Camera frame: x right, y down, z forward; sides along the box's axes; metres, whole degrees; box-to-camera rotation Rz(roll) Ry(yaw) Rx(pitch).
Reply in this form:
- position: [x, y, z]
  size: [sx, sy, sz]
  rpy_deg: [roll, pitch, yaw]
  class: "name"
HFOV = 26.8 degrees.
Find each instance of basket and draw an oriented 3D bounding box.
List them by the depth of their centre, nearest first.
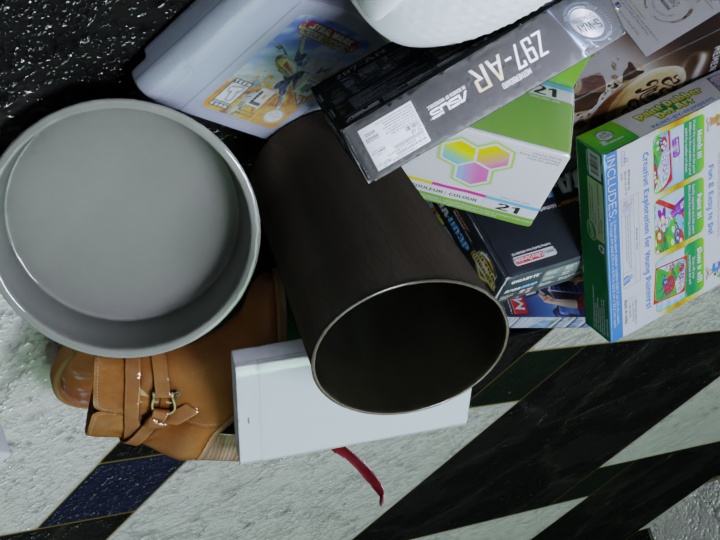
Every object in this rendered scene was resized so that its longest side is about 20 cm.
- position: [0.000, -0.014, 1.140]
  size: [0.136, 0.201, 0.179]
  rpy_deg: [-44, 142, 21]
  class: "basket"

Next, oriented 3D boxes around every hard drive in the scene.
- position: [-0.005, 0.097, 1.236]
  size: [0.197, 0.026, 0.133]
  rpy_deg: [-9, 139, -10]
  class: "hard drive"

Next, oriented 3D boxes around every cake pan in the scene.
- position: [-0.171, -0.033, 1.085]
  size: [0.197, 0.037, 0.203]
  rpy_deg: [-2, 117, -4]
  class: "cake pan"

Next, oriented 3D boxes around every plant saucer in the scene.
- position: [-0.197, 0.061, 1.402]
  size: [0.198, 0.038, 0.201]
  rpy_deg: [-24, 157, -11]
  class: "plant saucer"

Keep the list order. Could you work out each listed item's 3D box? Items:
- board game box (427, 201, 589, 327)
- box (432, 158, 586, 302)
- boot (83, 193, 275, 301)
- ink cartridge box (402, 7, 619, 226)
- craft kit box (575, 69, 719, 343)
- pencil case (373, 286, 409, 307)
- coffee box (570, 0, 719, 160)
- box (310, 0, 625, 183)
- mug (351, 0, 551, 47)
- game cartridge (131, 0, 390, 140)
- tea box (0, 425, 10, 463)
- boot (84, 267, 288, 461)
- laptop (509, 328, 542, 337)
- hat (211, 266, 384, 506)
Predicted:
- position: [0.143, -0.025, 1.470]
  size: [0.197, 0.202, 0.062]
  rpy_deg: [1, 146, -26]
  class: "board game box"
- position: [0.168, -0.068, 1.396]
  size: [0.198, 0.160, 0.046]
  rpy_deg: [-15, 154, -27]
  class: "box"
- position: [-0.139, -0.034, 1.208]
  size: [0.209, 0.080, 0.158]
  rpy_deg: [-13, 153, -32]
  class: "boot"
- position: [0.101, -0.135, 1.197]
  size: [0.146, 0.077, 0.201]
  rpy_deg: [14, 147, -7]
  class: "ink cartridge box"
- position: [0.283, -0.062, 1.347]
  size: [0.196, 0.048, 0.202]
  rpy_deg: [-23, 127, -20]
  class: "craft kit box"
- position: [0.000, 0.000, 1.294]
  size: [0.089, 0.200, 0.078]
  rpy_deg: [18, 105, -41]
  class: "pencil case"
- position: [0.236, -0.185, 1.328]
  size: [0.198, 0.080, 0.113]
  rpy_deg: [-27, 157, -5]
  class: "coffee box"
- position: [0.068, -0.145, 1.055]
  size: [0.198, 0.044, 0.160]
  rpy_deg: [-30, -161, 0]
  class: "box"
- position: [0.062, -0.215, 0.938]
  size: [0.175, 0.148, 0.200]
  rpy_deg: [-33, -170, 36]
  class: "mug"
- position: [-0.059, -0.156, 1.101]
  size: [0.133, 0.042, 0.199]
  rpy_deg: [-34, 158, 24]
  class: "game cartridge"
- position: [-0.418, 0.131, 1.160]
  size: [0.196, 0.135, 0.199]
  rpy_deg: [-36, 157, 16]
  class: "tea box"
- position: [-0.145, 0.074, 1.260]
  size: [0.153, 0.077, 0.202]
  rpy_deg: [10, 129, -12]
  class: "boot"
- position: [0.119, 0.074, 1.701]
  size: [0.186, 0.117, 0.200]
  rpy_deg: [-10, 152, -36]
  class: "laptop"
- position: [-0.056, 0.086, 1.330]
  size: [0.199, 0.175, 0.167]
  rpy_deg: [20, 98, -59]
  class: "hat"
